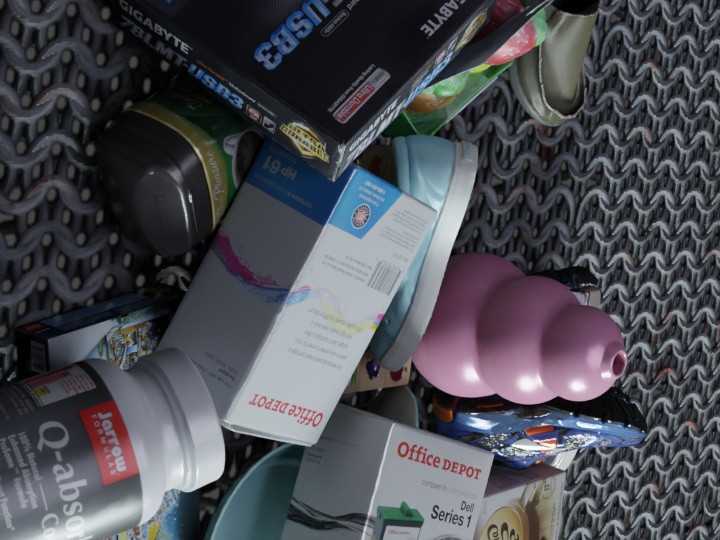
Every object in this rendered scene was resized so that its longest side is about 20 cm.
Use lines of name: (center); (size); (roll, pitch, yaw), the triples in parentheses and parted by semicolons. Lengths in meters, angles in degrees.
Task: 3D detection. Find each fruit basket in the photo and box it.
fruit basket: (0.087, -0.171, 1.455); (0.185, 0.199, 0.094); (-43, 110, -35)

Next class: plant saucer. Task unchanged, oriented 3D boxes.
plant saucer: (-0.063, 0.227, 1.477); (0.199, 0.036, 0.202); (-12, 106, -48)

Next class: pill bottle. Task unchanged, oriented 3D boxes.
pill bottle: (-0.197, 0.124, 1.224); (0.199, 0.116, 0.117); (-19, 117, -24)

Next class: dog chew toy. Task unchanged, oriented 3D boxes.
dog chew toy: (0.134, 0.056, 1.582); (0.124, 0.199, 0.126); (-19, 116, -47)

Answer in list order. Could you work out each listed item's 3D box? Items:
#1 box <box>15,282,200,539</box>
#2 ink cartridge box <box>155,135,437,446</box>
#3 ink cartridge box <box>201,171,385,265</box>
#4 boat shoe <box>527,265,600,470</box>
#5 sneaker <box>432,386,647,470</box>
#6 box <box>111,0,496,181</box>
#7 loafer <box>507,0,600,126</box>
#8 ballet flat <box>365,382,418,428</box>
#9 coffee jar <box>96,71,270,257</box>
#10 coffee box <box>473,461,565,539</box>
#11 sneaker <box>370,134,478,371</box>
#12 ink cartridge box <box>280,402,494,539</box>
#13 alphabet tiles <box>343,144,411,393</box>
box: (-0.178, 0.123, 1.351); (0.136, 0.038, 0.202); (-19, 115, -47)
ink cartridge box: (-0.047, 0.015, 1.353); (0.201, 0.084, 0.144); (-63, 152, 1)
ink cartridge box: (-0.042, -0.026, 1.473); (0.199, 0.042, 0.120); (0, 100, -49)
boat shoe: (0.157, 0.094, 1.738); (0.092, 0.075, 0.202); (-2, 104, -31)
sneaker: (0.159, 0.138, 1.691); (0.076, 0.198, 0.079); (-94, -170, -55)
box: (-0.036, -0.186, 1.313); (0.200, 0.198, 0.050); (-46, 166, -31)
loafer: (0.170, -0.216, 1.647); (0.075, 0.069, 0.201); (-39, 128, -37)
ballet flat: (-0.001, 0.189, 1.568); (0.063, 0.067, 0.202); (12, 90, -40)
coffee jar: (-0.099, -0.104, 1.338); (0.200, 0.085, 0.105); (-46, 148, -33)
coffee box: (0.092, 0.238, 1.680); (0.199, 0.079, 0.114); (-9, 109, -49)
sneaker: (0.027, -0.018, 1.480); (0.074, 0.081, 0.201); (-91, -163, -68)
ink cartridge box: (0.012, 0.216, 1.470); (0.146, 0.084, 0.202); (21, 82, -49)
alphabet tiles: (0.000, 0.000, 1.498); (0.167, 0.008, 0.202); (-4, 104, -51)
